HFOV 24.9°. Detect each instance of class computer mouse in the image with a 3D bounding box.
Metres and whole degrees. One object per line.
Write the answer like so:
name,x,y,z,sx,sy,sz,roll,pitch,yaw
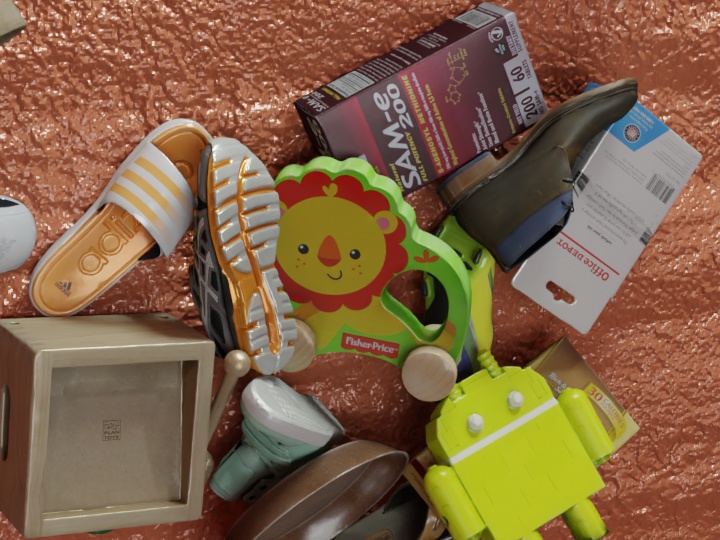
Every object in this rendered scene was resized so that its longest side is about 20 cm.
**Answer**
computer mouse,-0.355,-0.028,1.295,0.200,0.044,0.110,-1,107,-23

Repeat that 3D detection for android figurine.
android figurine,0.138,0.169,1.458,0.182,0.041,0.200,-25,84,-23

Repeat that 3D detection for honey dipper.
honey dipper,-0.131,0.132,1.391,0.038,0.038,0.200,0,140,-23

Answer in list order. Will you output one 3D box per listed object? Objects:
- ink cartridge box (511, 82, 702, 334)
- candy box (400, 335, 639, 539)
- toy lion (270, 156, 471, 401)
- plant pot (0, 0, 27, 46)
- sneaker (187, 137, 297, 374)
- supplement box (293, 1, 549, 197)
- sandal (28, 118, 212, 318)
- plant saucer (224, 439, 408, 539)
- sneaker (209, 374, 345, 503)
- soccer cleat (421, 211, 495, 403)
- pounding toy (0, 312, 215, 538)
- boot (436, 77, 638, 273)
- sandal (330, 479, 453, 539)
ink cartridge box,0.211,-0.056,1.503,0.116,0.068,0.200,33,90,-33
candy box,0.149,0.166,1.514,0.200,0.055,0.115,-37,85,-24
toy lion,0.000,0.000,1.395,0.200,0.069,0.192,12,115,5
plant pot,-0.368,-0.201,1.165,0.200,0.200,0.174,-31,99,-10
sneaker,-0.112,-0.011,1.356,0.078,0.077,0.200,-17,103,-48
supplement box,0.055,-0.140,1.421,0.200,0.061,0.109,-29,117,-10
sandal,-0.189,-0.032,1.355,0.207,0.059,0.079,-48,119,-2
plant saucer,-0.047,0.211,1.444,0.200,0.035,0.200,-34,161,-13
sneaker,-0.085,0.158,1.408,0.118,0.074,0.200,-43,162,1
soccer cleat,0.096,0.026,1.506,0.084,0.065,0.200,-1,106,-54
pounding toy,-0.241,0.141,1.366,0.184,0.142,0.200,-1,104,-30
boot,0.176,-0.083,1.429,0.200,0.075,0.097,-33,77,7
sandal,0.052,0.224,1.533,0.200,0.082,0.055,-27,139,-5
